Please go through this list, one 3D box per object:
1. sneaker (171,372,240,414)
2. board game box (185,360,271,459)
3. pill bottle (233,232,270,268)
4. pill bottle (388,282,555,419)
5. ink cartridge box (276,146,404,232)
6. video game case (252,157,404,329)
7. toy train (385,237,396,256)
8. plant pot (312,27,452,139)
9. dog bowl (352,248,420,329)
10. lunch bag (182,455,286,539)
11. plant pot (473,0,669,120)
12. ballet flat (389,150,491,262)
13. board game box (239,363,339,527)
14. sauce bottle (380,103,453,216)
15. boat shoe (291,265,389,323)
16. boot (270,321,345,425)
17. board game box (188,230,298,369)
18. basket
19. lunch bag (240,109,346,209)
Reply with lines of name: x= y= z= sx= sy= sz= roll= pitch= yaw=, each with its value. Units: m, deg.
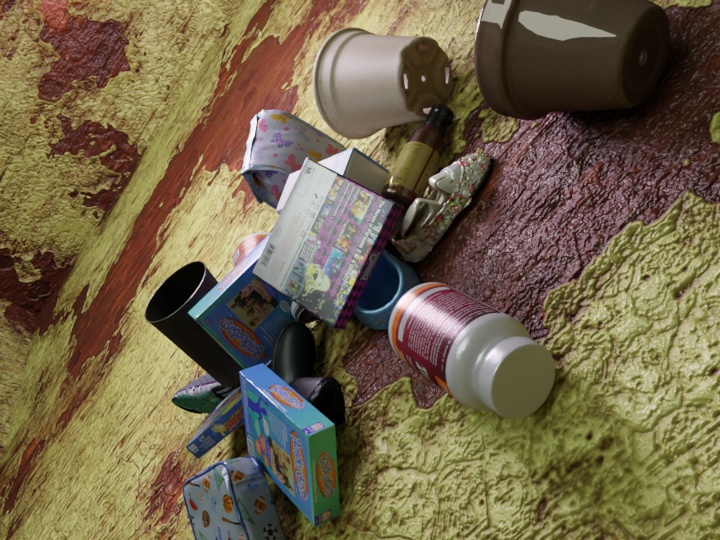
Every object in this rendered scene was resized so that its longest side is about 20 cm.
sneaker: x=-0.297 y=0.229 z=1.369 sx=0.200 sy=0.074 sz=0.088 roll=-19 pitch=39 yaw=35
board game box: x=-0.213 y=0.237 z=1.200 sx=0.200 sy=0.034 sz=0.135 roll=-41 pitch=8 yaw=32
pill bottle: x=-0.183 y=0.024 z=1.308 sx=0.112 sy=0.112 sz=0.200 roll=-49 pitch=33 yaw=21
pill bottle: x=0.125 y=0.091 z=0.789 sx=0.113 sy=0.113 sz=0.200 roll=-62 pitch=30 yaw=1
ink cartridge box: x=-0.027 y=-0.117 z=1.150 sx=0.200 sy=0.145 sz=0.084 roll=-10 pitch=58 yaw=53
video game case: x=-0.053 y=-0.043 z=1.003 sx=0.181 sy=0.036 sz=0.200 roll=30 pitch=99 yaw=32
toy train: x=-0.008 y=-0.023 z=1.157 sx=0.200 sy=0.034 sz=0.046 roll=-17 pitch=49 yaw=50
plant pot: x=0.050 y=-0.331 z=1.187 sx=0.183 sy=0.200 sz=0.201 roll=12 pitch=76 yaw=48
dog bowl: x=0.000 y=0.000 z=1.024 sx=0.111 sy=0.050 sz=0.200 roll=-47 pitch=59 yaw=2
lunch bag: x=-0.190 y=0.380 z=1.011 sx=0.160 sy=0.075 sz=0.200 roll=-38 pitch=63 yaw=38
plant pot: x=0.266 y=-0.272 z=0.823 sx=0.174 sy=0.200 sz=0.200 roll=27 pitch=89 yaw=42
ballet flat: x=0.116 y=-0.100 z=1.005 sx=0.200 sy=0.064 sz=0.076 roll=-56 pitch=30 yaw=9
board game box: x=-0.104 y=0.243 z=0.969 sx=0.200 sy=0.045 sz=0.152 roll=28 pitch=127 yaw=49
sauce bottle: x=0.097 y=-0.180 z=1.086 sx=0.066 sy=0.066 sz=0.200 roll=-11 pitch=44 yaw=53
boat shoe: x=-0.028 y=0.046 z=1.091 sx=0.200 sy=0.070 sz=0.066 roll=-27 pitch=50 yaw=21
boot: x=-0.079 y=0.174 z=1.062 sx=0.168 sy=0.076 sz=0.200 roll=-15 pitch=61 yaw=56
board game box: x=-0.164 y=0.055 z=1.148 sx=0.200 sy=0.152 sz=0.045 roll=-46 pitch=30 yaw=-15
basket: x=-0.273 y=0.107 z=1.237 sx=0.136 sy=0.200 sz=0.180 roll=-35 pitch=26 yaw=3
lunch bag: x=-0.137 y=-0.204 z=1.334 sx=0.127 sy=0.200 sz=0.170 roll=-34 pitch=41 yaw=38
